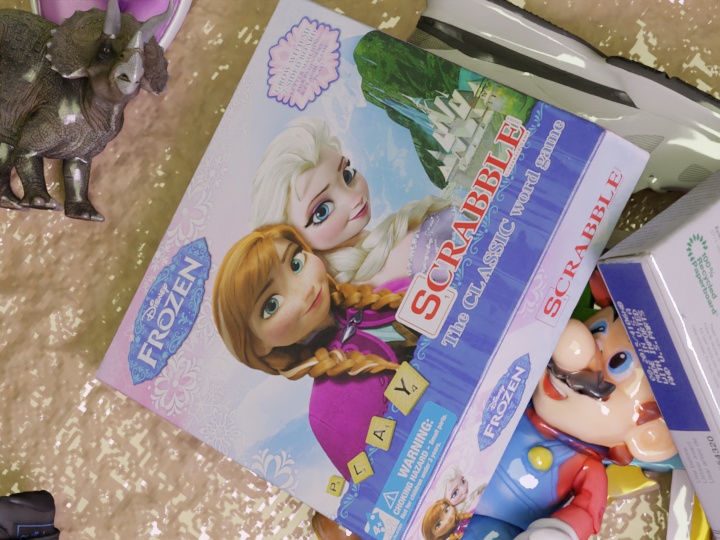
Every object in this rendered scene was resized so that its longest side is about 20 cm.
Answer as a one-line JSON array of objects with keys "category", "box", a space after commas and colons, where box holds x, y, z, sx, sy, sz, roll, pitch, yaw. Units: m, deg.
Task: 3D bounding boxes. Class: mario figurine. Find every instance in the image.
[{"category": "mario figurine", "box": [0.067, 0.066, 1.198, 0.200, 0.106, 0.123, -42, 88, 4]}]

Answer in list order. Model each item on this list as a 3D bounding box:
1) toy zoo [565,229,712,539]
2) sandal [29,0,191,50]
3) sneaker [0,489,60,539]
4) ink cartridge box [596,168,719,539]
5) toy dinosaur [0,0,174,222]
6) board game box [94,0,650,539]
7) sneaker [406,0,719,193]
[{"category": "toy zoo", "box": [0.151, 0.084, 1.245, 0.131, 0.020, 0.200, 4, 78, 12]}, {"category": "sandal", "box": [-0.107, -0.187, 1.292, 0.082, 0.050, 0.203, 15, 87, 7]}, {"category": "sneaker", "box": [-0.148, 0.160, 1.243, 0.200, 0.077, 0.111, 25, 95, 12]}, {"category": "ink cartridge box", "box": [0.212, 0.034, 1.200, 0.200, 0.043, 0.197, -34, 107, -34]}, {"category": "toy dinosaur", "box": [-0.158, -0.080, 1.278, 0.200, 0.077, 0.103, 9, 88, 36]}, {"category": "board game box", "box": [0.000, 0.000, 1.212, 0.199, 0.041, 0.200, 26, 90, 39]}, {"category": "sneaker", "box": [0.097, -0.041, 1.257, 0.200, 0.076, 0.116, 26, 88, 15]}]
